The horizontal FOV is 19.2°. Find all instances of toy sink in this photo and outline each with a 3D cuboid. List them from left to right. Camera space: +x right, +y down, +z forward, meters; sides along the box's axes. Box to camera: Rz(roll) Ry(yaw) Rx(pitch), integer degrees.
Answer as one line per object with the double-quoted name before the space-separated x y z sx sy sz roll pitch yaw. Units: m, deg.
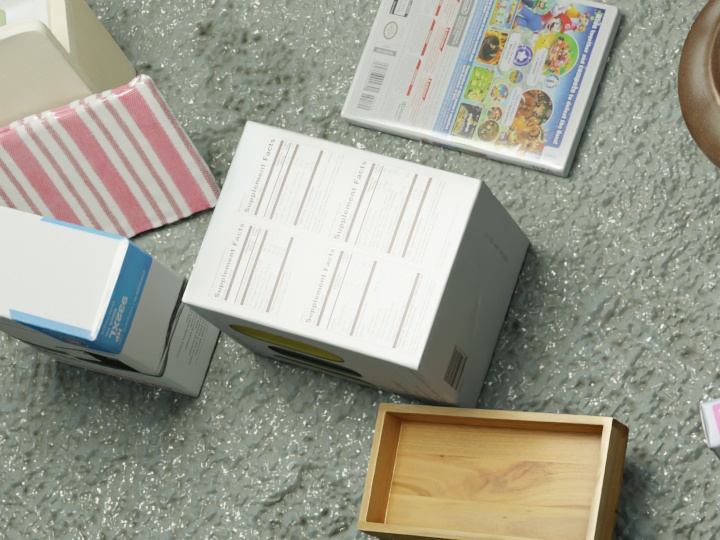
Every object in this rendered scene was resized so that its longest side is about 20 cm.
"toy sink" -0.278 -0.164 1.740 0.129 0.200 0.113 -19 56 13

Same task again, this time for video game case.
"video game case" 0.096 -0.165 1.718 0.198 0.018 0.144 15 78 23

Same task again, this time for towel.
"towel" -0.228 -0.080 1.738 0.198 0.147 0.030 -18 45 12

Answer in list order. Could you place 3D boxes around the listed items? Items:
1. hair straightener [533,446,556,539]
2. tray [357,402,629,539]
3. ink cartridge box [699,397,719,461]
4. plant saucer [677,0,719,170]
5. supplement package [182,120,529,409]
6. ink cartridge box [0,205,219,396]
"hair straightener" 0.152 0.226 1.557 0.076 0.041 0.202 -20 67 11
"tray" 0.098 0.156 1.581 0.198 0.037 0.100 1 73 32
"ink cartridge box" 0.345 0.097 1.489 0.198 0.119 0.042 -16 66 14
"plant saucer" 0.337 -0.158 1.622 0.198 0.037 0.202 -6 70 18
"supplement package" 0.000 0.000 1.623 0.198 0.152 0.152 15 79 23
"ink cartridge box" -0.213 0.025 1.663 0.144 0.200 0.085 13 79 22
